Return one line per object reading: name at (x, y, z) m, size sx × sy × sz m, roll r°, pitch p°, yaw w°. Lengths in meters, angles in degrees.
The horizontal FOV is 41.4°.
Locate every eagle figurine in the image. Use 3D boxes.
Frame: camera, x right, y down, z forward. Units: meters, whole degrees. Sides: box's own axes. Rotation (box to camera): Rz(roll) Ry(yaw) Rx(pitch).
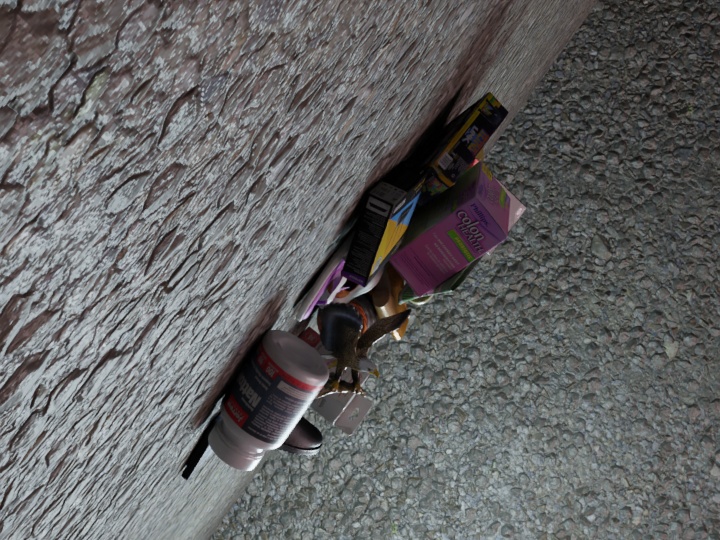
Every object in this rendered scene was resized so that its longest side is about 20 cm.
eagle figurine at (-0.004, 0.135, 1.719) m, size 0.152 × 0.149 × 0.203 m, roll -37°, pitch 145°, yaw -65°

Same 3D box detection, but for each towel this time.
towel at (0.156, -0.001, 1.756) m, size 0.153 × 0.023 × 0.199 m, roll -48°, pitch -165°, yaw -25°

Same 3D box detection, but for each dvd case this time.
dvd case at (-0.232, 0.264, 1.659) m, size 0.143 × 0.017 × 0.200 m, roll -57°, pitch 175°, yaw 30°

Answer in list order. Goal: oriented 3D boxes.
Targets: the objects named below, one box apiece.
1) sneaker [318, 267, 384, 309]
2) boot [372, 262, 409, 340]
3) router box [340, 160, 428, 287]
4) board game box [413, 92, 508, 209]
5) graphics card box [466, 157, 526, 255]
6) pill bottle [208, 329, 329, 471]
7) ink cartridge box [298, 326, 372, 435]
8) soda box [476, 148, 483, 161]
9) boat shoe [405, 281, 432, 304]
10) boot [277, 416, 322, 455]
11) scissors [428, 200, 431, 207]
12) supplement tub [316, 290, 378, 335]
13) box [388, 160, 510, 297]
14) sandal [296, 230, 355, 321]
sneaker at (0.000, 0.000, 1.736) m, size 0.200 × 0.073 × 0.085 m, roll -47°, pitch 174°, yaw -46°
boot at (0.059, 0.022, 1.883) m, size 0.144 × 0.070 × 0.204 m, roll 61°, pitch 29°, yaw -58°
router box at (0.041, -0.079, 1.550) m, size 0.200 × 0.050 × 0.151 m, roll -47°, pitch 160°, yaw -61°
board game box at (0.157, -0.207, 1.700) m, size 0.201 × 0.057 × 0.165 m, roll -51°, pitch -171°, yaw -28°
graphics card box at (0.230, -0.131, 1.875) m, size 0.199 × 0.051 × 0.126 m, roll 34°, pitch 95°, yaw -41°
pill bottle at (-0.147, 0.205, 1.473) m, size 0.201 × 0.119 × 0.120 m, roll -55°, pitch 175°, yaw 14°
ink cartridge box at (-0.063, 0.219, 1.889) m, size 0.117 × 0.199 × 0.068 m, roll -47°, pitch 173°, yaw -50°
soda box at (0.210, -0.180, 1.935) m, size 0.064 × 0.067 × 0.203 m, roll -48°, pitch 141°, yaw -49°
boat shoe at (0.136, -0.007, 1.900) m, size 0.064 × 0.072 × 0.203 m, roll 86°, pitch 15°, yaw -53°
boot at (-0.118, 0.256, 1.804) m, size 0.198 × 0.076 × 0.170 m, roll 19°, pitch 108°, yaw -39°
scissors at (0.135, -0.158, 1.810) m, size 0.073 × 0.014 × 0.200 m, roll -41°, pitch -168°, yaw 2°
supplement tub at (-0.017, 0.089, 1.903) m, size 0.123 × 0.122 × 0.200 m, roll -55°, pitch 175°, yaw 14°
box at (0.163, -0.076, 1.714) m, size 0.199 × 0.097 × 0.176 m, roll -36°, pitch -166°, yaw 23°
sandal at (-0.035, 0.007, 1.583) m, size 0.204 × 0.049 × 0.083 m, roll -54°, pitch 175°, yaw -20°
